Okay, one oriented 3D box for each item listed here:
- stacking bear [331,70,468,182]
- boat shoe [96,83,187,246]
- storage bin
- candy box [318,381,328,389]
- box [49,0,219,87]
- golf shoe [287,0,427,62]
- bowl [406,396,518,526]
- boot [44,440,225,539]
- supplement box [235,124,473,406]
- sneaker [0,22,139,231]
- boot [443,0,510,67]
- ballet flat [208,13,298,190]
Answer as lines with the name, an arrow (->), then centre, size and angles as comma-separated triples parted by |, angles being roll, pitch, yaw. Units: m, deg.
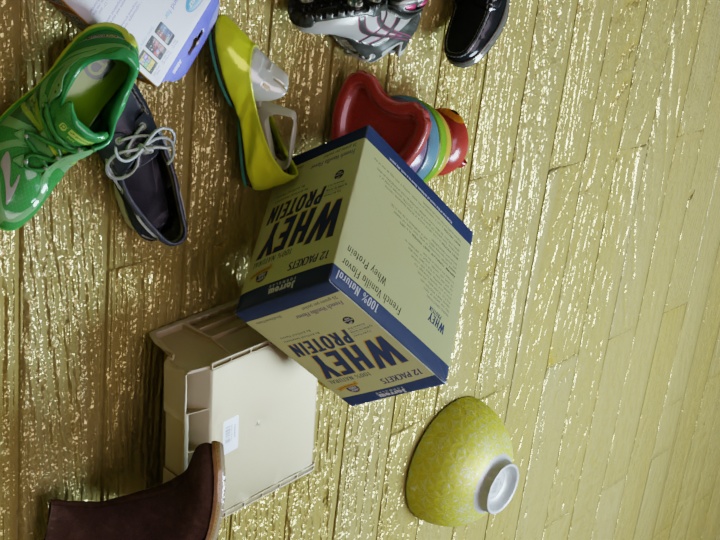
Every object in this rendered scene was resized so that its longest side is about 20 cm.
stacking bear -> 0.061, -0.152, 1.397 | 0.199, 0.121, 0.115 | -5, 125, -59
boat shoe -> -0.210, -0.107, 1.112 | 0.074, 0.061, 0.202 | -34, 132, -29
storage bin -> -0.141, 0.150, 1.316 | 0.197, 0.093, 0.203 | -20, 124, -44
candy box -> 0.003, 0.044, 1.494 | 0.200, 0.026, 0.103 | -49, 143, -23
box -> -0.204, -0.255, 1.060 | 0.120, 0.041, 0.200 | -60, 146, -9
golf shoe -> 0.000, -0.261, 1.285 | 0.198, 0.077, 0.089 | -18, 130, -45
bowl -> 0.169, 0.301, 1.776 | 0.199, 0.107, 0.203 | -28, 130, -40
boot -> -0.228, 0.248, 1.204 | 0.164, 0.073, 0.202 | 12, 116, -16
supplement box -> 0.000, 0.000, 1.271 | 0.200, 0.133, 0.202 | 41, 47, -34
sneaker -> -0.256, -0.120, 1.007 | 0.074, 0.084, 0.201 | 33, 96, -30
boot -> 0.121, -0.357, 1.388 | 0.153, 0.073, 0.206 | 33, 78, -51
ballet flat -> -0.100, -0.168, 1.207 | 0.067, 0.066, 0.202 | -79, 164, -49
